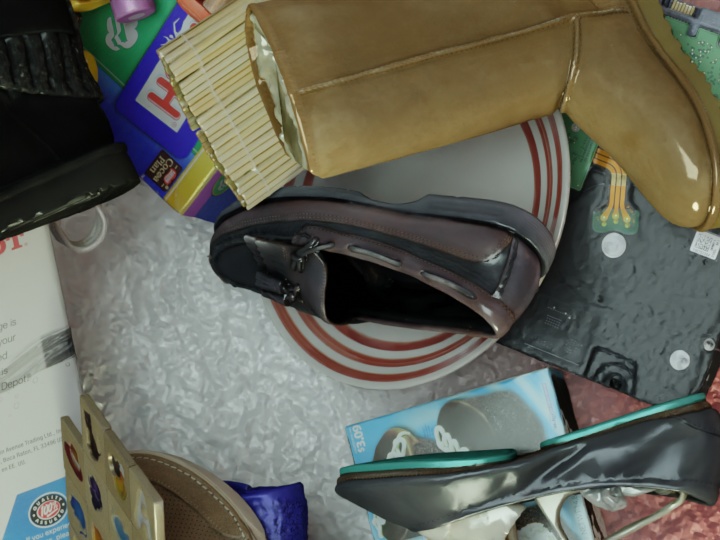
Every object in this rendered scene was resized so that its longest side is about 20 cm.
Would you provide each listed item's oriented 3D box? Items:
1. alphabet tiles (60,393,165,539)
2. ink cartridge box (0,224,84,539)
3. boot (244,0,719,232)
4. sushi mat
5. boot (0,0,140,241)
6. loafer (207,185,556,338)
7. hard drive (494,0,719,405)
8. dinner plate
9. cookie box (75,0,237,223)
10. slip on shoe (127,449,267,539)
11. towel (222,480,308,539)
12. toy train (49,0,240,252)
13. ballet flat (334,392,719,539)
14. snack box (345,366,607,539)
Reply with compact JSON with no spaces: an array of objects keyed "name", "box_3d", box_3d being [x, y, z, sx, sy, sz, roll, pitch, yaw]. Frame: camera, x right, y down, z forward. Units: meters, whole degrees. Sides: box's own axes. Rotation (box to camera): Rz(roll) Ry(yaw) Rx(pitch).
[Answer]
[{"name":"alphabet tiles","box_3d":[-0.114,0.169,1.308,0.006,0.166,0.200,-14,123,-21]},{"name":"ink cartridge box","box_3d":[-0.225,0.063,1.366,0.145,0.084,0.201,-19,111,-25]},{"name":"boot","box_3d":[0.063,-0.074,1.281,0.200,0.066,0.175,-13,57,-18]},{"name":"sushi mat","box_3d":[-0.001,-0.123,1.327,0.200,0.012,0.096,-35,115,-11]},{"name":"boot","box_3d":[-0.219,-0.083,1.271,0.079,0.211,0.158,-23,88,54]},{"name":"loafer","box_3d":[0.000,0.000,1.320,0.200,0.072,0.063,0,54,34]},{"name":"hard drive","box_3d":[0.145,-0.040,1.361,0.139,0.038,0.200,21,93,17]},{"name":"dinner plate","box_3d":[0.028,-0.034,1.377,0.200,0.024,0.201,-13,68,34]},{"name":"cookie box","box_3d":[-0.100,-0.153,1.411,0.200,0.075,0.171,42,103,17]},{"name":"slip on shoe","box_3d":[-0.076,0.165,1.301,0.076,0.061,0.200,-50,64,22]},{"name":"towel","box_3d":[-0.082,0.210,1.371,0.148,0.049,0.201,-10,82,49]},{"name":"toy train","box_3d":[-0.127,-0.112,1.351,0.200,0.056,0.150,-47,73,15]},{"name":"ballet flat","box_3d":[0.087,0.112,1.312,0.199,0.073,0.073,-12,83,10]},{"name":"snack box","box_3d":[0.073,0.162,1.367,0.116,0.037,0.201,-17,82,16]}]
